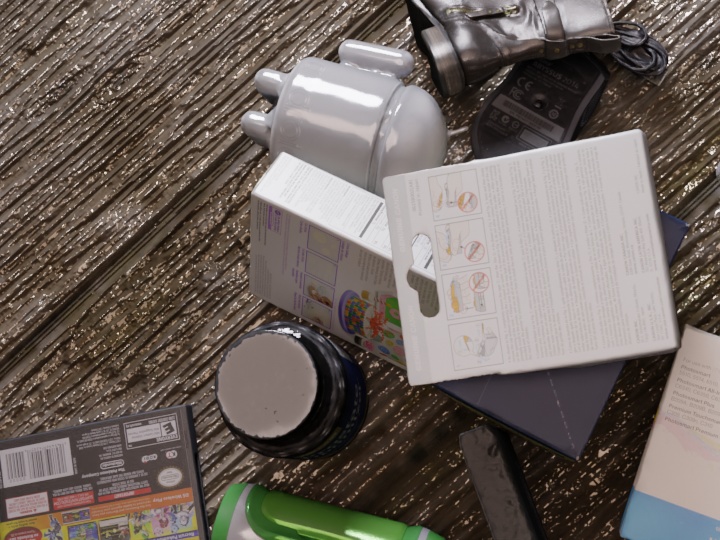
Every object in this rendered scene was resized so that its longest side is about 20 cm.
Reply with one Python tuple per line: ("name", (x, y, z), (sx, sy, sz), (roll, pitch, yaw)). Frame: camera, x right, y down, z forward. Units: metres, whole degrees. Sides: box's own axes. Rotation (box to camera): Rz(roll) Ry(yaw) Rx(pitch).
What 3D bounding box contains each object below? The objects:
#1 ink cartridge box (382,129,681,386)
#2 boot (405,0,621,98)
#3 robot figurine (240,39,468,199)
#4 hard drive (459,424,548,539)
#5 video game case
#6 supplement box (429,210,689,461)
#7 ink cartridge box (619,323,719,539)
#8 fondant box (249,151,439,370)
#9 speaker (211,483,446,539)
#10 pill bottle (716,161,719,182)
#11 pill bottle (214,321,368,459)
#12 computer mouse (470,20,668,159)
("ink cartridge box", (0.126, -0.007, 0.946), (0.197, 0.057, 0.165), (-10, 80, 16))
("boot", (0.133, -0.239, 1.147), (0.172, 0.070, 0.202), (-18, 51, 1))
("robot figurine", (-0.006, -0.123, 1.150), (0.197, 0.113, 0.172), (16, 90, 11))
("hard drive", (0.125, 0.198, 1.037), (0.032, 0.200, 0.141), (-21, 79, 6))
("video game case", (-0.240, 0.233, 1.182), (0.197, 0.026, 0.184), (-11, 80, 7))
("supplement box", (0.162, 0.040, 1.054), (0.133, 0.200, 0.202), (26, 86, 12))
("ink cartridge box", (0.305, 0.139, 1.041), (0.124, 0.128, 0.203), (19, 89, 19))
("fondant box", (0.000, 0.000, 1.114), (0.198, 0.145, 0.059), (27, 55, 13))
("speaker", (-0.027, 0.247, 1.114), (0.197, 0.088, 0.090), (13, 84, 11))
("pill bottle", (0.409, -0.060, 1.075), (0.200, 0.111, 0.111), (43, 90, 13))
("pill bottle", (-0.059, 0.104, 1.081), (0.110, 0.200, 0.114), (-1, 81, 9))
("computer mouse", (0.176, -0.154, 1.161), (0.138, 0.053, 0.201), (36, 76, 14))
